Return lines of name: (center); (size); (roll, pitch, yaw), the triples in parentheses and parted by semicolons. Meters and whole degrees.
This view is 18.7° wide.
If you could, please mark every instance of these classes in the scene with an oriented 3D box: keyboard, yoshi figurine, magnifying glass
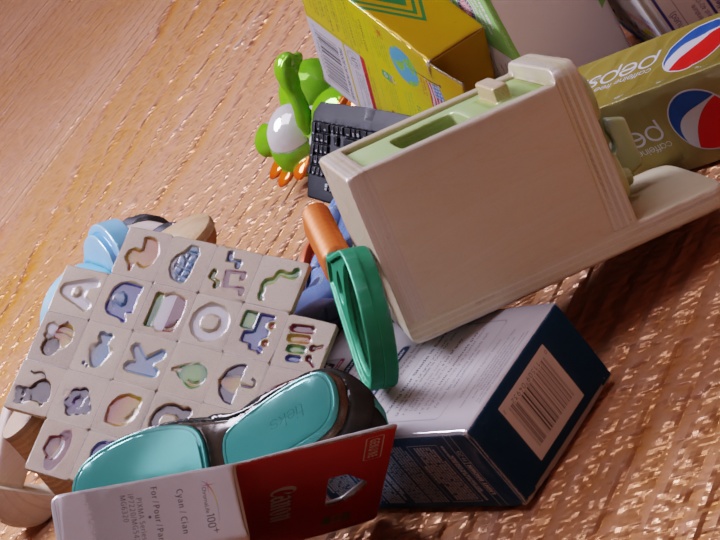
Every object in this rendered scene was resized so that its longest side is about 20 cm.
keyboard: (-0.003, -0.062, 1.547); (0.039, 0.105, 0.200); (-4, 9, -23)
yoshi figurine: (-0.017, -0.133, 1.718); (0.112, 0.113, 0.200); (-33, 13, -30)
magnifying glass: (-0.007, 0.006, 1.276); (0.022, 0.080, 0.200); (-12, 24, -9)

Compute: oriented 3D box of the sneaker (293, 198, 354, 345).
sneaker: (0.000, 0.000, 1.397); (0.082, 0.074, 0.200); (31, 49, 26)

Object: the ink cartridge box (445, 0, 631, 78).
ink cartridge box: (0.092, -0.174, 1.531); (0.084, 0.146, 0.200); (-36, 20, -16)

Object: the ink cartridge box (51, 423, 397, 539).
ink cartridge box: (-0.066, 0.145, 1.153); (0.175, 0.045, 0.200); (-11, -19, -6)

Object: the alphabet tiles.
alphabet tiles: (-0.116, 0.059, 1.314); (0.199, 0.006, 0.167); (12, 70, 28)

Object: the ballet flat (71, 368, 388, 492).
ballet flat: (-0.067, 0.111, 1.214); (0.199, 0.068, 0.068); (-20, 61, 31)

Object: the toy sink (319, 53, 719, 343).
toy sink: (0.090, -0.056, 1.269); (0.199, 0.113, 0.130); (-24, 11, -3)

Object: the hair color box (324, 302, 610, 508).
hair color box: (0.039, 0.080, 1.249); (0.200, 0.061, 0.100); (-8, 38, 53)

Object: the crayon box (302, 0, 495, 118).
crayon box: (0.037, -0.140, 1.507); (0.051, 0.127, 0.200); (-34, 49, -16)

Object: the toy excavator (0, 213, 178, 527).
toy excavator: (-0.201, 0.069, 1.595); (0.199, 0.196, 0.100); (-17, 14, -21)

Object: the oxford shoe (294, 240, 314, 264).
oxford shoe: (-0.039, 0.039, 1.454); (0.072, 0.071, 0.200); (-38, 16, 34)

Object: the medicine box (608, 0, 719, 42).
medicine box: (0.253, -0.237, 1.460); (0.200, 0.103, 0.182); (-38, 21, 3)

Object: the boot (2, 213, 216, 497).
boot: (-0.121, 0.079, 1.400); (0.202, 0.144, 0.071); (-52, 25, -13)

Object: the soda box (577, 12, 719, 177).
soda box: (0.196, -0.105, 1.346); (0.199, 0.064, 0.068); (-19, 29, 43)
